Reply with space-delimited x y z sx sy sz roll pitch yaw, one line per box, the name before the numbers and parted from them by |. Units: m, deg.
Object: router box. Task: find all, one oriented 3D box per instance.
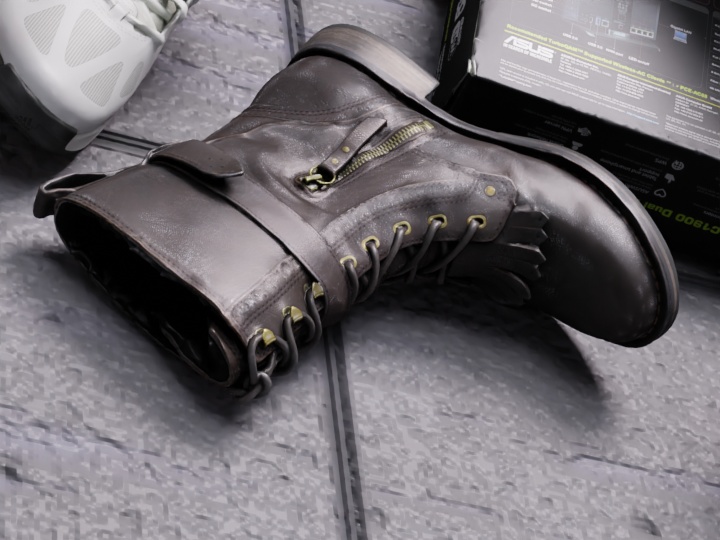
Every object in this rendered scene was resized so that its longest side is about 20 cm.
router box | 0.131 -0.085 1.195 0.199 0.062 0.150 19 49 -9

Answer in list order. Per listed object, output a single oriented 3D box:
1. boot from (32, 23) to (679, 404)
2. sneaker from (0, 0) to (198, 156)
boot | 0.000 0.000 1.047 0.200 0.069 0.174 33 42 15
sneaker | -0.075 -0.129 1.089 0.076 0.115 0.201 48 31 -18
